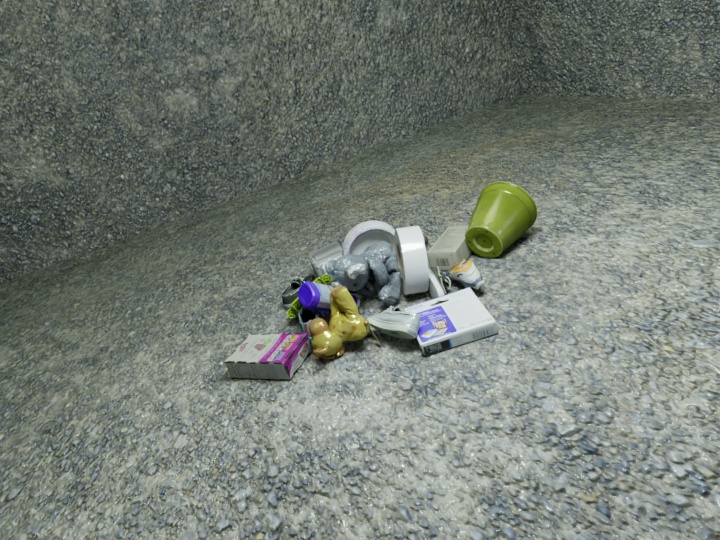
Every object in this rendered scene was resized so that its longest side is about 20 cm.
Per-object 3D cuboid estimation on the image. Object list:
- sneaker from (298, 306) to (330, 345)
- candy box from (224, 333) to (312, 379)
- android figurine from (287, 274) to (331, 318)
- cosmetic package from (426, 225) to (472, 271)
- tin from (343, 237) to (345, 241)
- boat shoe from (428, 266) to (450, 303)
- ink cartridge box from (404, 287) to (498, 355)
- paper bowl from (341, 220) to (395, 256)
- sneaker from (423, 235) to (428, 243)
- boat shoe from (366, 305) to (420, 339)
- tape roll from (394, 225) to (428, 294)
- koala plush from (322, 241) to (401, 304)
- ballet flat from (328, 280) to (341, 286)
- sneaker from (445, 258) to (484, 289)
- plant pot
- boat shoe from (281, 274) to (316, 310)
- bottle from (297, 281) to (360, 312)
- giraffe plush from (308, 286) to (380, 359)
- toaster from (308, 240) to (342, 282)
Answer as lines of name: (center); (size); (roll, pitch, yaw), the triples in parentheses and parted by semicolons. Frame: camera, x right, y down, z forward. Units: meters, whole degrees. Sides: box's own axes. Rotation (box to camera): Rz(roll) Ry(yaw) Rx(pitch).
sneaker: (-0.137, 0.135, 1.599); (0.079, 0.096, 0.200); (-15, 24, 4)
candy box: (-0.251, 0.234, 1.502); (0.200, 0.061, 0.136); (-3, 28, 28)
android figurine: (-0.164, 0.078, 1.718); (0.182, 0.041, 0.200); (-46, 3, -10)
cosmetic package: (0.305, -0.074, 1.792); (0.105, 0.071, 0.200); (0, 29, 34)
tin: (-0.001, -0.063, 1.927); (0.042, 0.112, 0.200); (-34, 27, -14)
boat shoe: (0.230, 0.034, 1.606); (0.064, 0.071, 0.200); (-11, 24, -1)
ink cartridge box: (0.231, 0.129, 1.430); (0.198, 0.043, 0.200); (-18, 25, -1)
paper bowl: (0.039, -0.063, 1.771); (0.200, 0.201, 0.104); (-18, 20, -2)
sneaker: (0.154, -0.096, 1.974); (0.200, 0.077, 0.082); (1, 2, 34)
boat shoe: (0.090, 0.132, 1.440); (0.201, 0.070, 0.072); (2, 60, 57)
tape roll: (0.151, -0.031, 1.632); (0.071, 0.203, 0.202); (-8, 24, -1)
koala plush: (0.000, 0.000, 1.617); (0.200, 0.184, 0.177); (3, 7, -37)
ballet flat: (-0.069, 0.053, 1.755); (0.068, 0.075, 0.200); (5, 31, 21)
sneaker: (0.307, 0.020, 1.600); (0.075, 0.088, 0.200); (-40, 1, 4)
plant pot: (0.432, -0.148, 1.750); (0.200, 0.201, 0.193); (6, 44, 42)
boat shoe: (-0.210, 0.054, 1.859); (0.074, 0.068, 0.199); (-1, 28, 31)
bottle: (-0.087, 0.083, 1.603); (0.200, 0.065, 0.084); (13, 30, -43)
giraffe plush: (-0.067, 0.161, 1.469); (0.162, 0.173, 0.200); (-31, 60, -8)
toaster: (-0.103, -0.026, 1.911); (0.129, 0.114, 0.200); (-22, 24, -6)
